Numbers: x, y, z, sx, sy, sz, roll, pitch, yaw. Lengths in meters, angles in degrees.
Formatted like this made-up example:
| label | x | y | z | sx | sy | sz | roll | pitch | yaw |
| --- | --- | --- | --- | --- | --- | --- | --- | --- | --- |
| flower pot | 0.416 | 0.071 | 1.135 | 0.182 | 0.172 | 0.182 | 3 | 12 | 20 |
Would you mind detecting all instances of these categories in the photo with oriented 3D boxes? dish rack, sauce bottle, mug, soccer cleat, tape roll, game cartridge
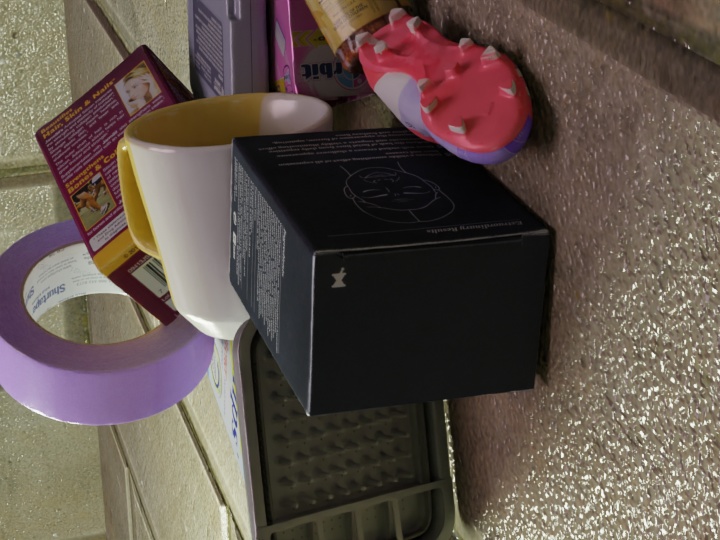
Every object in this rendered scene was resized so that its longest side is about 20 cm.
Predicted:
| label | x | y | z | sx | sy | sz | roll | pitch | yaw |
| --- | --- | --- | --- | --- | --- | --- | --- | --- | --- |
| dish rack | -0.016 | 0.115 | 1.104 | 0.043 | 0.171 | 0.202 | 2 | 99 | 54 |
| sauce bottle | -0.029 | -0.235 | 1.097 | 0.201 | 0.066 | 0.066 | 63 | 160 | 11 |
| mug | -0.091 | -0.042 | 1.154 | 0.187 | 0.148 | 0.155 | -131 | 32 | -66 |
| soccer cleat | 0.059 | -0.103 | 0.975 | 0.077 | 0.067 | 0.200 | 56 | 174 | -33 |
| tape roll | -0.226 | 0.040 | 1.375 | 0.201 | 0.198 | 0.066 | -115 | 24 | -45 |
| game cartridge | -0.110 | -0.178 | 1.303 | 0.200 | 0.041 | 0.134 | -129 | 32 | -64 |

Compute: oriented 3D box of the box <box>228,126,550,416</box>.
| label | x | y | z | sx | sy | sz | roll | pitch | yaw |
| --- | --- | --- | --- | --- | --- | --- | --- | --- | --- |
| box | 0.011 | -0.008 | 0.993 | 0.200 | 0.147 | 0.108 | -128 | 37 | -61 |

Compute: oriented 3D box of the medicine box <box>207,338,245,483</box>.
| label | x | y | z | sx | sy | sz | roll | pitch | yaw |
| --- | --- | --- | --- | --- | --- | --- | --- | --- | --- |
| medicine box | -0.070 | 0.063 | 1.393 | 0.201 | 0.102 | 0.183 | -116 | 24 | -50 |

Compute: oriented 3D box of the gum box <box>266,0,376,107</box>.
| label | x | y | z | sx | sy | sz | roll | pitch | yaw |
| --- | --- | --- | --- | --- | --- | --- | --- | --- | --- |
| gum box | -0.049 | -0.188 | 1.269 | 0.200 | 0.066 | 0.115 | -175 | 80 | -74 |

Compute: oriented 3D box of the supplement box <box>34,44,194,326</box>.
| label | x | y | z | sx | sy | sz | roll | pitch | yaw |
| --- | --- | --- | --- | --- | --- | --- | --- | --- | --- |
| supplement box | -0.177 | -0.075 | 1.349 | 0.103 | 0.131 | 0.201 | 44 | -169 | -48 |
